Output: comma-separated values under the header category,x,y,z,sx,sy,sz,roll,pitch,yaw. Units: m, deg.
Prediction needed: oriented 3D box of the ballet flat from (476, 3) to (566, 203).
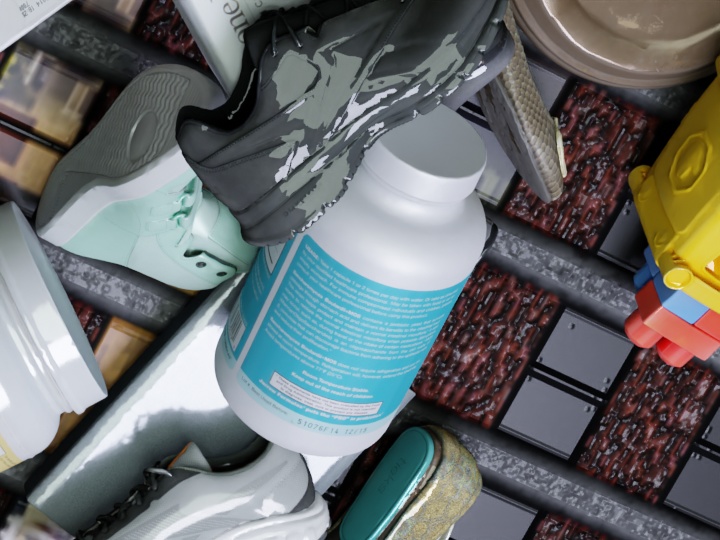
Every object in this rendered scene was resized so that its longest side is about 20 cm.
category,x,y,z,sx,sy,sz,roll,pitch,yaw
ballet flat,0.083,-0.133,1.585,0.046,0.067,0.201,-28,108,-11

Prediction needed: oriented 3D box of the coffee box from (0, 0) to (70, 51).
category,x,y,z,sx,sy,sz,roll,pitch,yaw
coffee box,-0.192,-0.185,1.428,0.114,0.200,0.080,-35,112,1

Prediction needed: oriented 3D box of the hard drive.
category,x,y,z,sx,sy,sz,roll,pitch,yaw
hard drive,-0.084,0.101,1.646,0.139,0.033,0.200,40,97,-22

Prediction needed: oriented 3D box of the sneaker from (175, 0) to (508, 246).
category,x,y,z,sx,sy,sz,roll,pitch,yaw
sneaker,-0.007,-0.105,1.354,0.200,0.076,0.091,-45,109,2

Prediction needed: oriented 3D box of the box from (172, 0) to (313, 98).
category,x,y,z,sx,sy,sz,roll,pitch,yaw
box,-0.058,-0.203,1.451,0.130,0.200,0.199,-29,115,-1

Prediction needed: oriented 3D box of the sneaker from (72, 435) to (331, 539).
category,x,y,z,sx,sy,sz,roll,pitch,yaw
sneaker,-0.120,0.148,1.605,0.199,0.074,0.080,-20,103,-11

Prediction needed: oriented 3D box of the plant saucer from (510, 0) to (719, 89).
category,x,y,z,sx,sy,sz,roll,pitch,yaw
plant saucer,0.174,-0.199,1.597,0.199,0.029,0.201,-4,110,-10

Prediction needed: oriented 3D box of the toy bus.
category,x,y,z,sx,sy,sz,roll,pitch,yaw
toy bus,0.253,-0.012,1.633,0.199,0.136,0.192,26,118,-28

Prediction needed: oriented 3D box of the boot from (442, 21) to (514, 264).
category,x,y,z,sx,sy,sz,roll,pitch,yaw
boot,0.038,-0.061,1.580,0.200,0.070,0.132,-31,118,32

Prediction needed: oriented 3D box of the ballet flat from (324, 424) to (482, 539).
category,x,y,z,sx,sy,sz,roll,pitch,yaw
ballet flat,0.000,0.182,1.680,0.071,0.071,0.200,38,98,-21

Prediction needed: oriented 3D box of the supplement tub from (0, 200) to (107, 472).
category,x,y,z,sx,sy,sz,roll,pitch,yaw
supplement tub,-0.256,0.060,1.533,0.199,0.145,0.146,-27,113,-2

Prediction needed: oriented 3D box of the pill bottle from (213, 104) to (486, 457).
category,x,y,z,sx,sy,sz,roll,pitch,yaw
pill bottle,0.000,0.000,1.518,0.110,0.111,0.200,14,129,-17

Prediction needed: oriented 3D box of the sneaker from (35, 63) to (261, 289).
category,x,y,z,sx,sy,sz,roll,pitch,yaw
sneaker,-0.090,-0.048,1.524,0.118,0.200,0.074,21,65,-22
